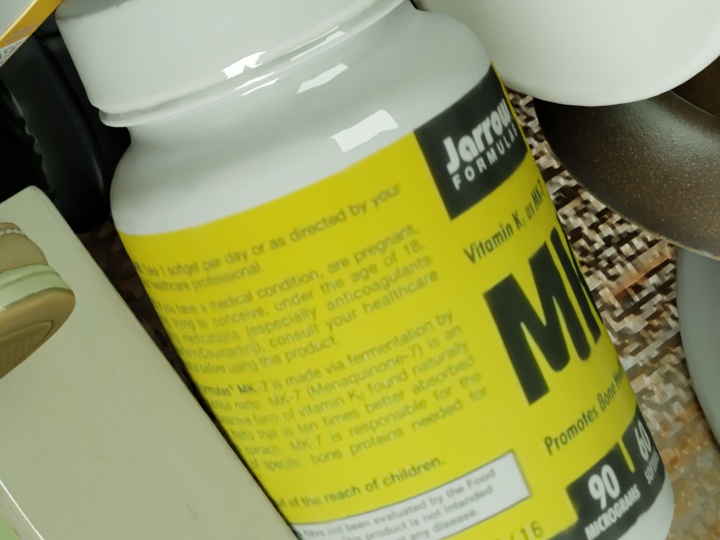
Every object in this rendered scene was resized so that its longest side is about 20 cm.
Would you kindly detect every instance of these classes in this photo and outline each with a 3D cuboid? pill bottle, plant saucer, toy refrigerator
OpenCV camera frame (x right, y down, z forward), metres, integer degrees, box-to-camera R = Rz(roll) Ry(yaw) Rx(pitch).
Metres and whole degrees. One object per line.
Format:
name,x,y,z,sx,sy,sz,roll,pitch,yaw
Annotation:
pill bottle,0.086,-0.148,0.878,0.113,0.113,0.200,35,39,-7
pill bottle,0.000,0.000,0.768,0.114,0.114,0.201,-35,108,-33
plant saucer,0.154,-0.072,0.895,0.199,0.032,0.201,-2,39,1
toy refrigerator,-0.066,0.086,0.758,0.070,0.076,0.200,-34,85,-33

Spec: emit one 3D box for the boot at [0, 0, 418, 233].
boot,-0.069,-0.113,0.848,0.162,0.073,0.199,-28,88,-30

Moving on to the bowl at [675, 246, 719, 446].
bowl,0.210,0.008,0.917,0.200,0.090,0.202,10,63,-21

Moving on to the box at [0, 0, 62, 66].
box,-0.127,-0.112,0.759,0.119,0.200,0.041,46,16,0

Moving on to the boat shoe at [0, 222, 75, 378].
boat shoe,-0.169,0.027,0.690,0.199,0.074,0.067,-24,79,2
